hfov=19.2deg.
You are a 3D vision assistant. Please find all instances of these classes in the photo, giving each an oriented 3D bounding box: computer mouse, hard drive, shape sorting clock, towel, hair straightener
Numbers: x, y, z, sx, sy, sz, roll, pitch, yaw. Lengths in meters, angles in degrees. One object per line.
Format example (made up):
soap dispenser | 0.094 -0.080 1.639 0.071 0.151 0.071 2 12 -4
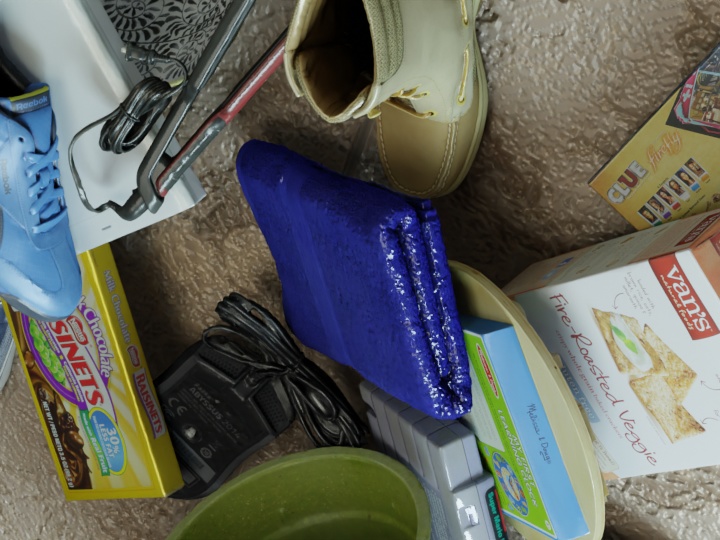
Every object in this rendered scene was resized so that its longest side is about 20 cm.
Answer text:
computer mouse | -0.090 0.094 1.457 0.139 0.053 0.200 49 131 -10
hard drive | -0.195 -0.109 1.298 0.132 0.026 0.200 -20 106 32
shape sorting clock | 0.090 0.085 1.293 0.200 0.039 0.200 57 162 29
towel | 0.000 0.000 1.302 0.200 0.050 0.148 28 141 58
hair straightener | -0.109 -0.105 1.234 0.077 0.041 0.200 38 120 -8

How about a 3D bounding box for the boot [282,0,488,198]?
boot | 0.016 -0.109 1.215 0.073 0.155 0.200 20 124 20

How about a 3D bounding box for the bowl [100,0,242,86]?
bowl | -0.130 -0.218 1.280 0.201 0.094 0.201 14 122 23

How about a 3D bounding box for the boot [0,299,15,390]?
boot | -0.285 0.036 1.517 0.073 0.090 0.200 27 127 16

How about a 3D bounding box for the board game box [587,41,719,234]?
board game box | 0.238 -0.070 1.184 0.135 0.035 0.200 44 129 2

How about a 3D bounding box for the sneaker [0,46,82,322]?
sneaker | -0.209 -0.061 1.274 0.078 0.066 0.200 -17 107 27

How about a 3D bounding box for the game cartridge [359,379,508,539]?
game cartridge | 0.060 0.173 1.382 0.130 0.038 0.200 29 138 57

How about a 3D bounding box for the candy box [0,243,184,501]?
candy box | -0.191 0.062 1.456 0.102 0.026 0.200 -8 104 37

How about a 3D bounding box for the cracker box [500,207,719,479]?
cracker box | 0.175 0.047 1.234 0.134 0.058 0.200 58 147 -8

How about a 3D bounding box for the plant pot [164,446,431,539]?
plant pot | -0.014 0.250 1.380 0.200 0.200 0.190 -3 131 32
